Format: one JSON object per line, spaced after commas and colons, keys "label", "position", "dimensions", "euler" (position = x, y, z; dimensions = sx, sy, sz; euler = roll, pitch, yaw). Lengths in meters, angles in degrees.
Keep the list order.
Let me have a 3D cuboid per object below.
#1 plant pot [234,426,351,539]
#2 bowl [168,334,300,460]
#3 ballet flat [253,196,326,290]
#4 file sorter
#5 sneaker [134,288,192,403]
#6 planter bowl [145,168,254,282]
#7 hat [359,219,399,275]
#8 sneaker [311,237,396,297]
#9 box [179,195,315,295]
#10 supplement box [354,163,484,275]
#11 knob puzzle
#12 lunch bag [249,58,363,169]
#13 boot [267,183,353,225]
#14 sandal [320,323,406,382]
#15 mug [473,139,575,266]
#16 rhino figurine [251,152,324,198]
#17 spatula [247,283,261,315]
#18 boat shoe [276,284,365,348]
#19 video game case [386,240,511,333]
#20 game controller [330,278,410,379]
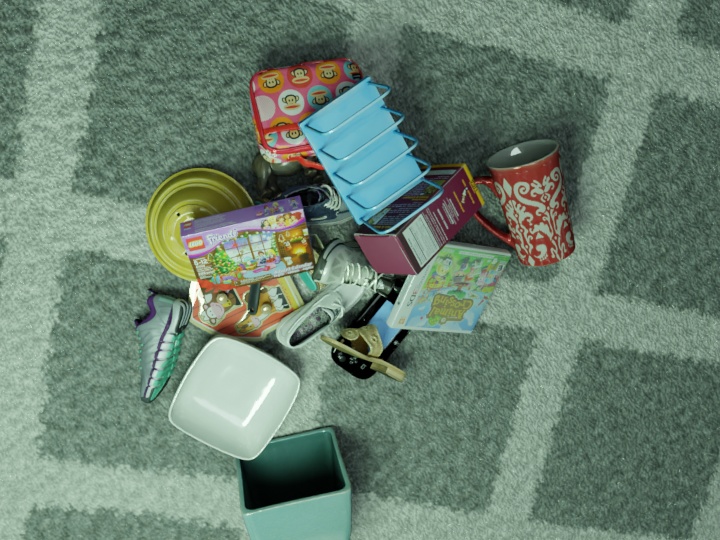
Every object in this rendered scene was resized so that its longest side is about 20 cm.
{"label": "plant pot", "position": [-0.116, 0.446, 1.532], "dimensions": [0.194, 0.197, 0.201], "euler": [-11, 116, -8]}
{"label": "bowl", "position": [-0.231, 0.222, 1.506], "dimensions": [0.199, 0.075, 0.201], "euler": [30, 98, -17]}
{"label": "ballet flat", "position": [-0.114, -0.058, 1.467], "dimensions": [0.065, 0.070, 0.201], "euler": [-39, 106, -25]}
{"label": "file sorter", "position": [0.022, -0.177, 1.298], "dimensions": [0.138, 0.123, 0.201], "euler": [-35, 116, -7]}
{"label": "sneaker", "position": [-0.371, 0.134, 1.472], "dimensions": [0.087, 0.074, 0.201], "euler": [22, 97, 8]}
{"label": "planter bowl", "position": [-0.276, -0.071, 1.398], "dimensions": [0.199, 0.083, 0.202], "euler": [0, 99, 0]}
{"label": "hat", "position": [0.054, -0.089, 1.468], "dimensions": [0.200, 0.081, 0.202], "euler": [-1, 92, -39]}
{"label": "sneaker", "position": [0.000, 0.000, 1.414], "dimensions": [0.115, 0.200, 0.076], "euler": [27, 106, 16]}
{"label": "box", "position": [-0.180, -0.038, 1.344], "dimensions": [0.198, 0.039, 0.137], "euler": [-13, 134, -3]}
{"label": "supplement box", "position": [0.101, -0.088, 1.383], "dimensions": [0.200, 0.110, 0.086], "euler": [-45, 118, -27]}
{"label": "knob puzzle", "position": [-0.220, 0.047, 1.481], "dimensions": [0.218, 0.030, 0.221], "euler": [-3, 109, -9]}
{"label": "lunch bag", "position": [-0.082, -0.253, 1.375], "dimensions": [0.198, 0.082, 0.177], "euler": [-11, 79, -11]}
{"label": "boot", "position": [-0.061, -0.117, 1.411], "dimensions": [0.199, 0.090, 0.073], "euler": [-16, 85, -30]}
{"label": "sandal", "position": [0.015, 0.133, 1.501], "dimensions": [0.211, 0.077, 0.070], "euler": [34, 77, -37]}
{"label": "mug", "position": [0.303, -0.121, 1.513], "dimensions": [0.133, 0.177, 0.201], "euler": [-38, 117, -38]}
{"label": "rhino figurine", "position": [-0.097, -0.196, 1.425], "dimensions": [0.199, 0.060, 0.088], "euler": [-25, 72, -5]}
{"label": "spatula", "position": [-0.180, -0.006, 1.424], "dimensions": [0.056, 0.021, 0.201], "euler": [17, 123, 13]}
{"label": "boat shoe", "position": [-0.063, 0.071, 1.491], "dimensions": [0.199, 0.068, 0.072], "euler": [-31, 115, -13]}
{"label": "video game case", "position": [0.163, 0.032, 1.502], "dimensions": [0.199, 0.022, 0.183], "euler": [6, 119, -35]}
{"label": "game controller", "position": [0.035, 0.111, 1.545], "dimensions": [0.104, 0.042, 0.200], "euler": [38, 95, -17]}
